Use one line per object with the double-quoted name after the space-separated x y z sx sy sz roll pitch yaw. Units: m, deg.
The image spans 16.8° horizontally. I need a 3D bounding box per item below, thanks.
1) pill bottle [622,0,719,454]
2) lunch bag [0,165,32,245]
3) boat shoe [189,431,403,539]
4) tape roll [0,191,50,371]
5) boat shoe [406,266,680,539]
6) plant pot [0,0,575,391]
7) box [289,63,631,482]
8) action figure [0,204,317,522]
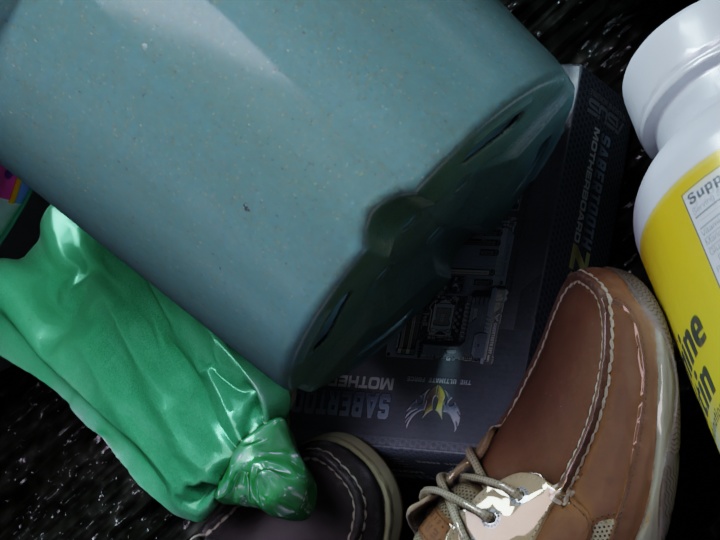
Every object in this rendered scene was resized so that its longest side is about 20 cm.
0.158 0.005 0.821 0.112 0.112 0.200 -31 56 20 "pill bottle"
-0.227 -0.044 1.037 0.161 0.077 0.200 -52 43 4 "lunch bag"
-0.059 0.145 0.924 0.073 0.065 0.200 43 111 19 "boat shoe"
-0.196 -0.049 1.119 0.200 0.066 0.201 -14 63 30 "tape roll"
0.055 0.095 0.840 0.076 0.072 0.201 -147 69 -66 "boat shoe"
-0.043 -0.074 0.864 0.196 0.200 0.200 42 98 13 "plant pot"
0.000 0.000 0.971 0.199 0.051 0.158 1 71 34 "box"
-0.072 0.035 0.932 0.118 0.055 0.200 -54 42 10 "action figure"
